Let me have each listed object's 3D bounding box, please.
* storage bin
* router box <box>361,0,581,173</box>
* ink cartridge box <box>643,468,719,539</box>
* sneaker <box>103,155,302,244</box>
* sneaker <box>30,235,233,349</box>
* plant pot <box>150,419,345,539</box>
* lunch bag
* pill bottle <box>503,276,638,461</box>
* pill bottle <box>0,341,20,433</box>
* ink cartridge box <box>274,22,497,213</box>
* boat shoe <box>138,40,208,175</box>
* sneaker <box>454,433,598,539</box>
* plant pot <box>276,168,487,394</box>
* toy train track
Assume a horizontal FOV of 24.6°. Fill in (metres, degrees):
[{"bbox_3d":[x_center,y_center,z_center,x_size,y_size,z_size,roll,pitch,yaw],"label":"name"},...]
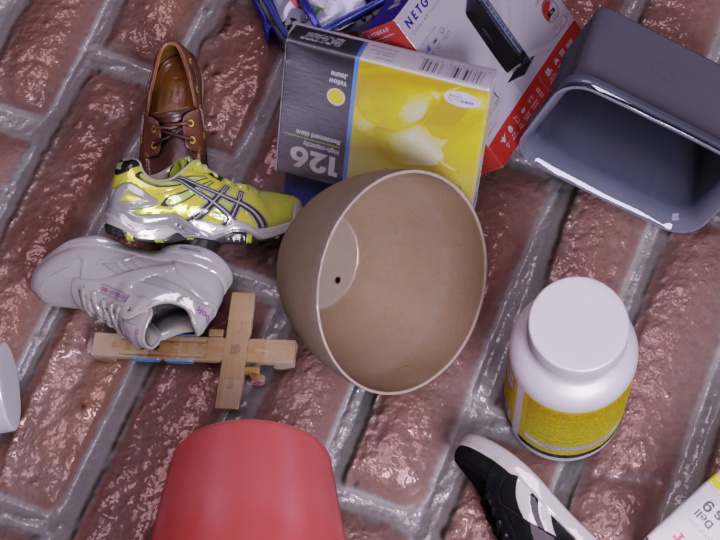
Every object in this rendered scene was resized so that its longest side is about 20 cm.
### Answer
[{"bbox_3d":[0.264,-0.146,1.576,0.198,0.146,0.135,25,54,-8],"label":"storage bin"},{"bbox_3d":[0.113,-0.224,1.584,0.180,0.049,0.201,50,54,-22],"label":"router box"},{"bbox_3d":[0.359,0.231,1.430,0.199,0.088,0.145,-38,70,-12],"label":"ink cartridge box"},{"bbox_3d":[-0.142,-0.067,1.555,0.198,0.075,0.077,-2,100,-30],"label":"sneaker"},{"bbox_3d":[-0.222,0.022,1.536,0.197,0.075,0.100,0,48,17],"label":"sneaker"},{"bbox_3d":[-0.094,0.238,1.401,0.198,0.201,0.179,-1,55,2],"label":"plant pot"},{"bbox_3d":[-0.047,-0.311,1.699,0.159,0.076,0.201,-26,66,-6],"label":"lunch bag"},{"bbox_3d":[0.183,0.084,1.441,0.111,0.200,0.114,-1,66,2],"label":"pill bottle"},{"bbox_3d":[-0.416,0.119,1.503,0.197,0.111,0.112,-8,66,-1],"label":"pill bottle"},{"bbox_3d":[0.018,-0.116,1.540,0.195,0.202,0.047,14,36,10],"label":"ink cartridge box"},{"bbox_3d":[-0.187,-0.133,1.628,0.071,0.068,0.202,-3,66,1],"label":"boat shoe"},{"bbox_3d":[0.133,0.243,1.442,0.200,0.073,0.112,42,73,17],"label":"sneaker"},{"bbox_3d":[0.000,0.000,1.512,0.134,0.201,0.201,15,61,50],"label":"plant pot"},{"bbox_3d":[-0.154,0.079,1.554,0.197,0.033,0.116,2,66,12],"label":"toy train track"}]
